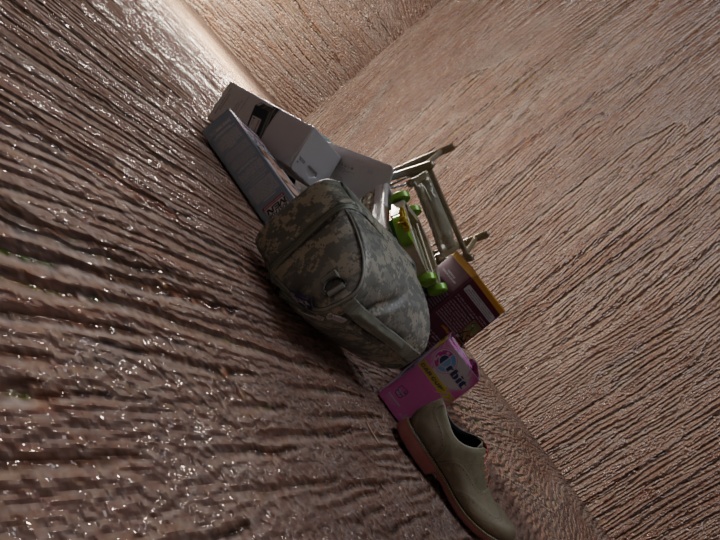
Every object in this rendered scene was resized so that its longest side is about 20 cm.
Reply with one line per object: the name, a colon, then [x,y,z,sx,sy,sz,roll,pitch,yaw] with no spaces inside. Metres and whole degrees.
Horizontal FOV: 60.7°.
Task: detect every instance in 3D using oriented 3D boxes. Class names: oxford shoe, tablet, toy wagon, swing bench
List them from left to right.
tablet: [-0.037,-0.163,1.156,0.199,0.131,0.014,25,21,26]
toy wagon: [0.082,-0.047,0.963,0.200,0.039,0.156,34,37,-64]
swing bench: [0.111,-0.106,1.182,0.130,0.199,0.200,-44,112,-53]
oxford shoe: [0.129,0.240,0.722,0.200,0.075,0.070,51,6,-8]

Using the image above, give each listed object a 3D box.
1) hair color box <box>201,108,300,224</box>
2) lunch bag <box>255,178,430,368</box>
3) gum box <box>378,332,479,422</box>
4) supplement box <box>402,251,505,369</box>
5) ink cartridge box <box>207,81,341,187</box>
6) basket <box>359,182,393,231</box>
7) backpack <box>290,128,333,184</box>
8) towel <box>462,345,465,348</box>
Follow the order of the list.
hair color box: [-0.154,-0.145,0.954,0.200,0.061,0.099,54,7,18]
lunch bag: [-0.010,0.016,0.715,0.200,0.139,0.168,43,10,-49]
gum box: [0.102,0.150,0.859,0.066,0.113,0.200,52,6,8]
supplement box: [0.131,0.080,1.060,0.110,0.200,0.086,47,7,-34]
ink cartridge box: [-0.151,-0.237,1.109,0.199,0.084,0.145,33,0,21]
basket: [0.019,-0.036,1.041,0.136,0.123,0.200,60,16,-26]
backpack: [-0.096,-0.216,1.416,0.201,0.150,0.178,57,6,7]
towel: [0.114,0.091,1.246,0.200,0.023,0.144,37,1,-34]
